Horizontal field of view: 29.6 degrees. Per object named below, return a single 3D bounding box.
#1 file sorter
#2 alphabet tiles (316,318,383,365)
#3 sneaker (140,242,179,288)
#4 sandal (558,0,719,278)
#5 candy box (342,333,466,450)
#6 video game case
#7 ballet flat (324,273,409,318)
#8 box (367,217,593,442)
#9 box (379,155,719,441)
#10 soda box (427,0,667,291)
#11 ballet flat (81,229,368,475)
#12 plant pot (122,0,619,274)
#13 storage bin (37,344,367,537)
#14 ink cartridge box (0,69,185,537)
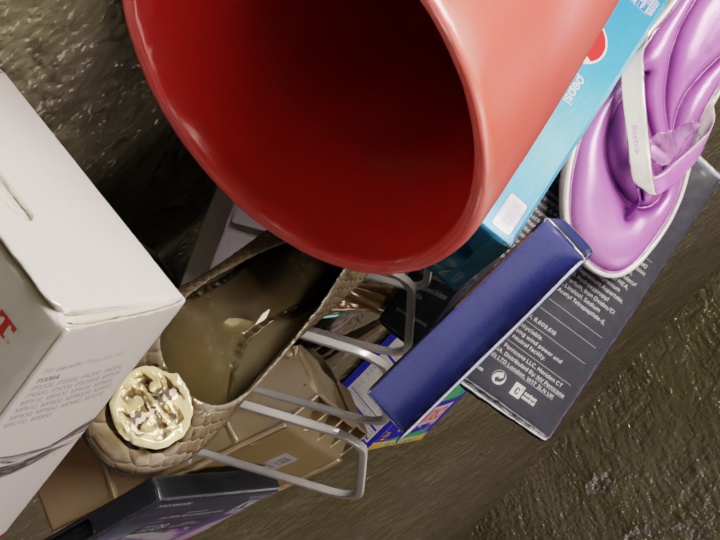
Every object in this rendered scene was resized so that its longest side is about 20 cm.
[{"bbox_3d":[-0.028,0.014,0.784,0.139,0.123,0.202,91,16,-67],"label":"file sorter"},{"bbox_3d":[-0.069,0.098,1.152,0.199,0.008,0.167,-33,-178,-28],"label":"alphabet tiles"},{"bbox_3d":[-0.169,0.062,0.736,0.200,0.080,0.077,-47,-173,-28],"label":"sneaker"},{"bbox_3d":[0.176,-0.094,0.792,0.205,0.082,0.050,-65,-165,-3],"label":"sandal"},{"bbox_3d":[0.079,0.095,1.453,0.200,0.077,0.169,-46,163,15],"label":"candy box"},{"bbox_3d":[-0.167,0.181,0.895,0.199,0.019,0.142,-32,162,21],"label":"video game case"},{"bbox_3d":[0.000,0.000,0.973,0.068,0.197,0.073,-90,-173,-67],"label":"ballet flat"},{"bbox_3d":[0.066,0.024,0.700,0.121,0.032,0.200,-45,175,9],"label":"box"},{"bbox_3d":[0.117,-0.012,0.888,0.201,0.104,0.148,-55,-169,-1],"label":"box"},{"bbox_3d":[0.088,-0.089,0.740,0.201,0.064,0.068,-53,-176,-30],"label":"soda box"},{"bbox_3d":[-0.053,0.022,0.647,0.200,0.068,0.046,-40,-174,-38],"label":"ballet flat"},{"bbox_3d":[0.022,-0.127,0.616,0.177,0.200,0.201,-42,166,-35],"label":"plant pot"},{"bbox_3d":[-0.111,0.109,0.947,0.197,0.095,0.200,-26,163,3],"label":"storage bin"},{"bbox_3d":[-0.189,0.033,0.583,0.200,0.147,0.083,-48,162,24],"label":"ink cartridge box"}]
